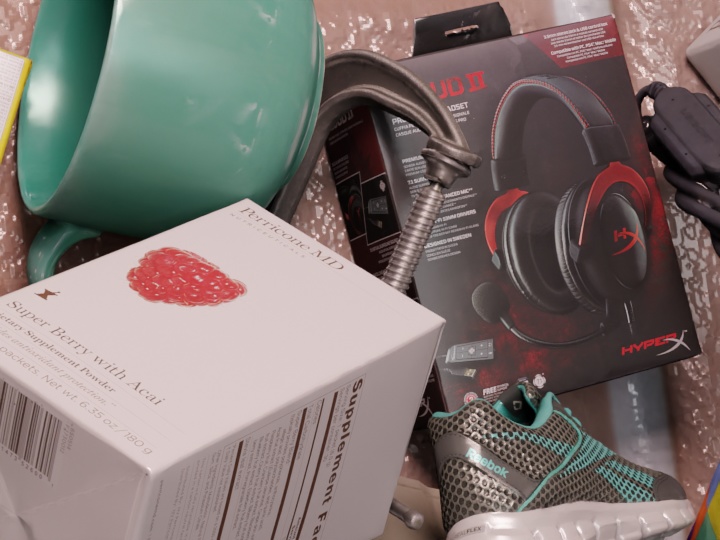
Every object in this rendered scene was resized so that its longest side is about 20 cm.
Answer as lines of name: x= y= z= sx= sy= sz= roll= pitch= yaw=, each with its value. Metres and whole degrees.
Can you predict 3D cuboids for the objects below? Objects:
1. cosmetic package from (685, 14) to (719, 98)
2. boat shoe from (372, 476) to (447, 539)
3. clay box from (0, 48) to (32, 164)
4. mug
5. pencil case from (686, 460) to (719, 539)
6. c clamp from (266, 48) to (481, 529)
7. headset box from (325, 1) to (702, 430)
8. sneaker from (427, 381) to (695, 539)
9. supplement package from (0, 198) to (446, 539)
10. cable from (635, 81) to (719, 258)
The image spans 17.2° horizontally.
cosmetic package: x=0.314 y=-0.120 z=1.243 sx=0.167 sy=0.200 sz=0.167 roll=-44 pitch=99 yaw=-21
boat shoe: x=0.049 y=0.154 z=1.186 sx=0.199 sy=0.063 sz=0.073 roll=21 pitch=42 yaw=-30
clay box: x=-0.236 y=-0.020 z=1.098 sx=0.114 sy=0.048 sz=0.202 roll=19 pitch=77 yaw=-14
mug: x=-0.091 y=-0.080 z=1.121 sx=0.113 sy=0.186 sz=0.153 roll=11 pitch=46 yaw=-21
pencil case: x=0.208 y=0.127 z=1.166 sx=0.088 sy=0.201 sz=0.089 roll=7 pitch=48 yaw=-7
c clamp: x=0.000 y=0.000 z=1.122 sx=0.027 sy=0.170 sz=0.202 roll=16 pitch=93 yaw=-51
headset box: x=0.071 y=-0.034 z=1.204 sx=0.147 sy=0.075 sz=0.202 roll=-13 pitch=87 yaw=-21
sneaker: x=0.097 y=0.096 z=1.140 sx=0.199 sy=0.077 sz=0.092 roll=5 pitch=66 yaw=-60
supplement package: x=-0.077 y=0.068 z=0.998 sx=0.121 sy=0.121 sz=0.199 roll=30 pitch=32 yaw=25
cable: x=0.212 y=-0.007 z=1.200 sx=0.051 sy=0.200 sz=0.163 roll=-41 pitch=132 yaw=6
